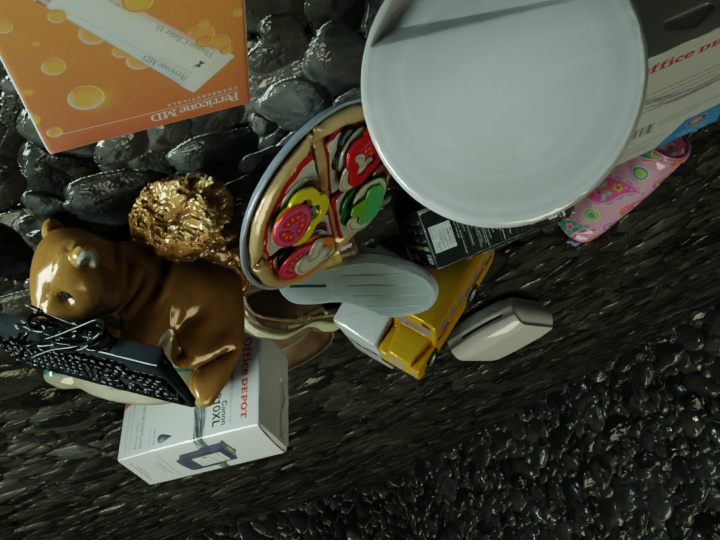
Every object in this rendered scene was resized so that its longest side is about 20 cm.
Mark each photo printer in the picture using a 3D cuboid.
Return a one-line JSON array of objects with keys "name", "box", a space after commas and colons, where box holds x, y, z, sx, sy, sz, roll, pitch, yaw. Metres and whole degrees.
[{"name": "photo printer", "box": [0.269, 0.117, 1.496, 0.165, 0.071, 0.198, -33, 157, 27]}]

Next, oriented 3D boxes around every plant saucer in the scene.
[{"name": "plant saucer", "box": [-0.135, 0.112, 1.124, 0.196, 0.037, 0.201, -19, 158, -8]}]

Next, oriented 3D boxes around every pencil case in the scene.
[{"name": "pencil case", "box": [0.316, -0.115, 0.962, 0.086, 0.089, 0.200, -10, 157, -29]}]

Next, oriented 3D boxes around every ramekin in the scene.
[{"name": "ramekin", "box": [0.103, -0.130, 0.564, 0.199, 0.206, 0.094, -25, 172, 9]}]

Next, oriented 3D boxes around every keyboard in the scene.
[{"name": "keyboard", "box": [-0.232, 0.075, 0.613, 0.196, 0.040, 0.105, 7, 141, 25]}]

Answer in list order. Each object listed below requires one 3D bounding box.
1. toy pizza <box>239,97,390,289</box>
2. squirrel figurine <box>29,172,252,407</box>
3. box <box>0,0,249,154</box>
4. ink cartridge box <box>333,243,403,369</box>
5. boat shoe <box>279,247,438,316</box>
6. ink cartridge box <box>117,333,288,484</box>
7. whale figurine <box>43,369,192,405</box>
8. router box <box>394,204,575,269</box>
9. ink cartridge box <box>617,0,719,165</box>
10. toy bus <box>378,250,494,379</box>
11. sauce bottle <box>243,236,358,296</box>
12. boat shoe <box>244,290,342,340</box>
[{"name": "toy pizza", "box": [-0.029, -0.061, 0.698, 0.200, 0.032, 0.202, -42, 156, -24]}, {"name": "squirrel figurine", "box": [-0.189, -0.002, 0.686, 0.186, 0.141, 0.202, 34, 89, -39]}, {"name": "box", "box": [-0.127, -0.165, 0.370, 0.122, 0.099, 0.201, -17, 159, -12]}, {"name": "ink cartridge box", "box": [0.037, 0.059, 1.048, 0.117, 0.067, 0.200, -59, 162, -10]}, {"name": "boat shoe", "box": [0.000, 0.000, 0.868, 0.196, 0.075, 0.067, 6, -145, 24]}, {"name": "ink cartridge box", "box": [-0.197, 0.173, 0.986, 0.196, 0.147, 0.085, -16, 140, 13]}, {"name": "whale figurine", "box": [-0.268, 0.101, 0.907, 0.195, 0.107, 0.159, 0, 178, 9]}, {"name": "router box", "box": [0.124, -0.059, 0.826, 0.147, 0.063, 0.200, -22, -176, -2]}, {"name": "ink cartridge box", "box": [0.280, -0.195, 0.728, 0.142, 0.085, 0.200, -23, 159, 2]}, {"name": "toy bus", "box": [0.098, 0.033, 0.967, 0.201, 0.064, 0.079, -54, 158, -25]}, {"name": "sauce bottle", "box": [-0.102, -0.012, 0.814, 0.196, 0.066, 0.065, -20, 160, -6]}, {"name": "boat shoe", "box": [-0.075, 0.034, 0.962, 0.075, 0.075, 0.201, -46, 159, 25]}]
